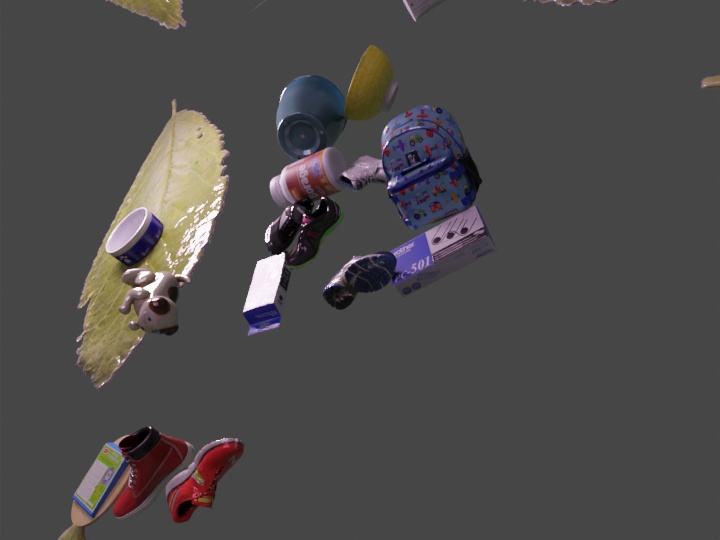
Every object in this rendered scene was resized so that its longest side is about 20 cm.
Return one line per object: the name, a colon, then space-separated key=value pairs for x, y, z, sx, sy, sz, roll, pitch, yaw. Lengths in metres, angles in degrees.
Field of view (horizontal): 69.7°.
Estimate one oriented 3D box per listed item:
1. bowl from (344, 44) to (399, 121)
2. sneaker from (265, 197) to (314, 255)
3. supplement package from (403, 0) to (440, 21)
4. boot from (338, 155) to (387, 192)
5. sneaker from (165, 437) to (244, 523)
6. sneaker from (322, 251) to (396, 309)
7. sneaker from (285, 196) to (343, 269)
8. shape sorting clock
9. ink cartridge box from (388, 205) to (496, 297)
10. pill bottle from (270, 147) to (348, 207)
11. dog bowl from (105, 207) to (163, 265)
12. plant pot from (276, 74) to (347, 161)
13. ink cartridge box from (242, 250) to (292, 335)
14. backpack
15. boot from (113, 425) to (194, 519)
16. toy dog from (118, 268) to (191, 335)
bowl: x=0.043 y=-0.492 z=1.411 sx=0.106 sy=0.201 sz=0.202 roll=24 pitch=65 yaw=4
sneaker: x=-0.168 y=-0.118 z=1.263 sx=0.090 sy=0.066 sz=0.201 roll=-34 pitch=19 yaw=37
supplement package: x=0.196 y=-0.956 z=1.641 sx=0.189 sy=0.200 sz=0.148 roll=-30 pitch=41 yaw=16
boot: x=0.026 y=-0.216 z=1.217 sx=0.095 sy=0.074 sz=0.199 roll=-38 pitch=29 yaw=-16
sneaker: x=-0.278 y=0.389 z=0.952 sx=0.200 sy=0.077 sz=0.085 roll=-46 pitch=43 yaw=13
sneaker: x=0.000 y=0.000 z=1.031 sx=0.199 sy=0.077 sz=0.086 roll=-30 pitch=24 yaw=42
sneaker: x=-0.122 y=-0.092 z=1.229 sx=0.076 sy=0.084 sz=0.202 roll=14 pitch=65 yaw=46
shape sorting clock: x=-0.559 y=0.460 z=1.139 sx=0.198 sy=0.039 sz=0.202 roll=-30 pitch=37 yaw=25
ink cartridge box: x=0.150 y=-0.035 z=0.983 sx=0.198 sy=0.044 sz=0.095 roll=-28 pitch=40 yaw=18
pill bottle: x=-0.135 y=-0.234 z=1.345 sx=0.197 sy=0.112 sz=0.114 roll=-17 pitch=46 yaw=29
dog bowl: x=-0.795 y=-0.120 z=1.823 sx=0.198 sy=0.079 sz=0.202 roll=-23 pitch=43 yaw=23
plant pot: x=-0.141 y=-0.397 z=1.397 sx=0.198 sy=0.201 sz=0.189 roll=-23 pitch=31 yaw=22
ink cartridge box: x=-0.219 y=0.051 z=1.221 sx=0.098 sy=0.039 sz=0.202 roll=-18 pitch=46 yaw=26
backpack: x=0.126 y=-0.209 z=1.019 sx=0.180 sy=0.202 sz=0.135 roll=-15 pitch=27 yaw=28
boot: x=-0.450 y=0.397 z=1.023 sx=0.200 sy=0.144 sz=0.072 roll=-45 pitch=41 yaw=-1
toy dog: x=-0.548 y=0.097 z=1.402 sx=0.191 sy=0.142 sz=0.200 roll=-10 pitch=33 yaw=-19
